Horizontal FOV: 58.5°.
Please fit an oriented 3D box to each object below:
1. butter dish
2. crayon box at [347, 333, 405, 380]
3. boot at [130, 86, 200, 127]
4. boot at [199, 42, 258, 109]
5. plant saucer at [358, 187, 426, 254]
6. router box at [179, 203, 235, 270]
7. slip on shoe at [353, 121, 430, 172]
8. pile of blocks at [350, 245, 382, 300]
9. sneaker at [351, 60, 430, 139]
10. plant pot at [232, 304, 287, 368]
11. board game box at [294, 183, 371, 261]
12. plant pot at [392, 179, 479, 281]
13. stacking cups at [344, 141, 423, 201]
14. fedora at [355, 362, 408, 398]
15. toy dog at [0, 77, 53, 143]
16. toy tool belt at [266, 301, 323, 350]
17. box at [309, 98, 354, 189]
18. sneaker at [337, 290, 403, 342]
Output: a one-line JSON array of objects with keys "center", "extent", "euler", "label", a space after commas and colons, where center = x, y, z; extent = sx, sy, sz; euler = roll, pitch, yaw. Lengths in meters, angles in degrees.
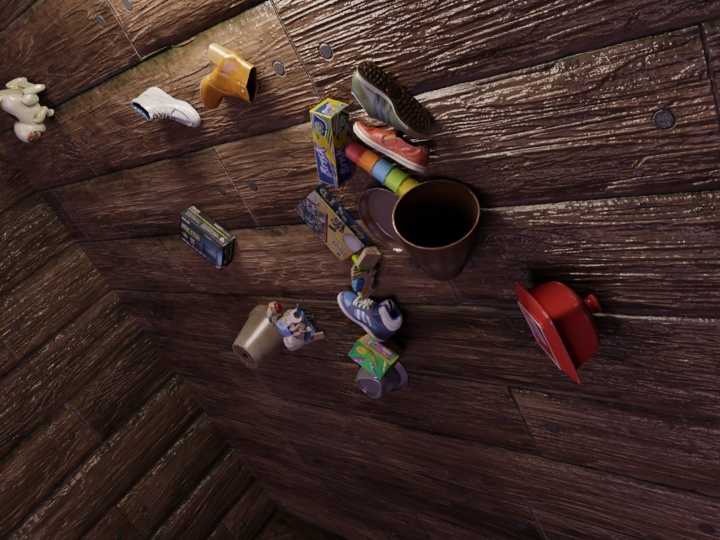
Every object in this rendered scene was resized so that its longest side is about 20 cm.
[{"center": [0.446, 0.103, 1.379], "extent": [0.200, 0.148, 0.200], "euler": [58, -176, -24], "label": "butter dish"}, {"center": [0.050, 0.242, 1.887], "extent": [0.119, 0.200, 0.058], "euler": [36, 103, 10], "label": "crayon box"}, {"center": [-0.557, -0.447, 1.831], "extent": [0.200, 0.096, 0.074], "euler": [30, 144, 19], "label": "boot"}, {"center": [-0.326, -0.453, 1.611], "extent": [0.144, 0.071, 0.201], "euler": [37, 141, 14], "label": "boot"}, {"center": [0.084, -0.126, 1.579], "extent": [0.200, 0.032, 0.201], "euler": [30, 147, 21], "label": "plant saucer"}, {"center": [-0.524, -0.112, 2.191], "extent": [0.200, 0.062, 0.150], "euler": [36, 144, 10], "label": "router box"}, {"center": [0.070, -0.283, 1.411], "extent": [0.200, 0.074, 0.061], "euler": [33, 111, 25], "label": "slip on shoe"}, {"center": [0.000, 0.000, 1.767], "extent": [0.062, 0.082, 0.200], "euler": [58, 154, 35], "label": "pile of blocks"}, {"center": [0.058, -0.344, 1.354], "extent": [0.200, 0.067, 0.090], "euler": [45, 154, -2], "label": "sneaker"}, {"center": [-0.364, 0.253, 2.329], "extent": [0.200, 0.174, 0.200], "euler": [28, 144, 22], "label": "plant pot"}, {"center": [-0.078, -0.127, 1.747], "extent": [0.200, 0.035, 0.135], "euler": [48, 146, -8], "label": "board game box"}, {"center": [0.180, -0.069, 1.446], "extent": [0.186, 0.187, 0.200], "euler": [23, 156, 27], "label": "plant pot"}, {"center": [0.051, -0.227, 1.489], "extent": [0.200, 0.061, 0.061], "euler": [35, 145, 15], "label": "stacking cups"}, {"center": [0.052, 0.349, 2.082], "extent": [0.177, 0.090, 0.200], "euler": [48, 146, -8], "label": "fedora"}, {"center": [-1.187, -0.552, 2.285], "extent": [0.139, 0.194, 0.201], "euler": [15, 132, 17], "label": "toy dog"}, {"center": [-0.215, 0.170, 2.160], "extent": [0.123, 0.125, 0.200], "euler": [-20, 120, 19], "label": "toy tool belt"}, {"center": [-0.065, -0.296, 1.518], "extent": [0.064, 0.070, 0.200], "euler": [25, 142, 28], "label": "box"}, {"center": [0.037, 0.102, 1.854], "extent": [0.200, 0.081, 0.147], "euler": [45, 135, 9], "label": "sneaker"}]
